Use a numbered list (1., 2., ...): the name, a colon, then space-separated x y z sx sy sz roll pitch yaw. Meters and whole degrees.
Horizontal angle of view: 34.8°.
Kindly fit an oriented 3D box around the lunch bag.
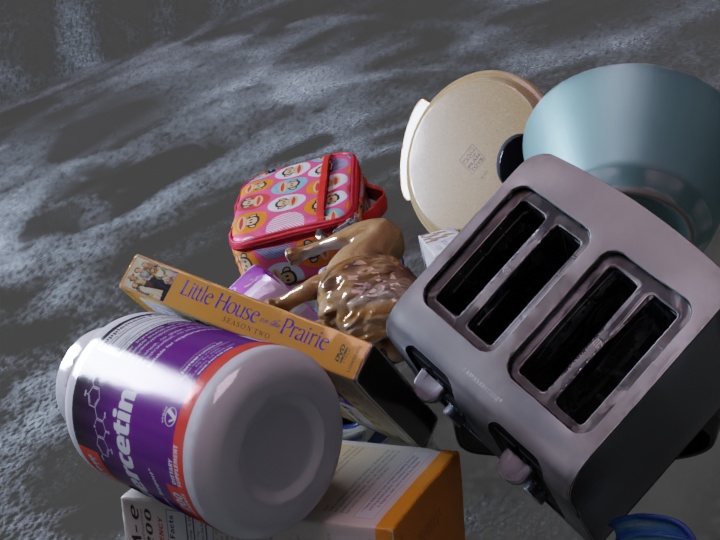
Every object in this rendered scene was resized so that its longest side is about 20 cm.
1. lunch bag: -0.055 -0.060 1.312 0.174 0.083 0.201 -13 27 7

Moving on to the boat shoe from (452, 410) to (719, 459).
1. boat shoe: 0.157 0.104 0.810 0.197 0.075 0.074 -12 27 20

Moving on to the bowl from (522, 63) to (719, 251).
1. bowl: 0.233 -0.067 0.994 0.198 0.202 0.106 -7 48 27

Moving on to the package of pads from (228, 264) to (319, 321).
1. package of pads: -0.123 0.090 0.963 0.200 0.076 0.120 -47 14 -6

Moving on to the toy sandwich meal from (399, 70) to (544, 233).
1. toy sandwich meal: 0.128 -0.109 1.192 0.203 0.209 0.070 -2 -6 36

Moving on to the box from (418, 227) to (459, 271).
1. box: 0.082 -0.010 1.069 0.038 0.042 0.200 -13 6 0

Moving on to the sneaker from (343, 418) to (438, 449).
1. sneaker: -0.033 0.119 0.912 0.198 0.089 0.075 -6 30 32

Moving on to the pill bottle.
1. pill bottle: -0.111 0.090 0.724 0.199 0.114 0.112 9 38 46

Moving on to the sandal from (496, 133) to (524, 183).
1. sandal: 0.229 -0.089 1.095 0.197 0.077 0.043 1 11 -5

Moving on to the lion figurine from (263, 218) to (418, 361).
1. lion figurine: 0.000 0.000 0.873 0.121 0.073 0.201 -24 28 20

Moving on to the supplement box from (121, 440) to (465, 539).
1. supplement box: -0.043 0.169 0.771 0.197 0.075 0.126 2 15 25

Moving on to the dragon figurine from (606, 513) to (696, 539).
1. dragon figurine: 0.165 0.182 0.660 0.198 0.059 0.099 4 34 41

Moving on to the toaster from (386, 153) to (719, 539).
1. toaster: 0.142 0.044 0.741 0.200 0.119 0.181 -47 54 -2

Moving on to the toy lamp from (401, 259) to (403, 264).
1. toy lamp: 0.010 0.001 1.072 0.057 0.059 0.200 -18 2 6

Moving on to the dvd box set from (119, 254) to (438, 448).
1. dvd box set: -0.054 0.058 0.796 0.198 0.146 0.030 19 72 29

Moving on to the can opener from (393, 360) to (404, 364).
1. can opener: 0.020 0.062 1.014 0.198 0.064 0.079 -25 24 -9
